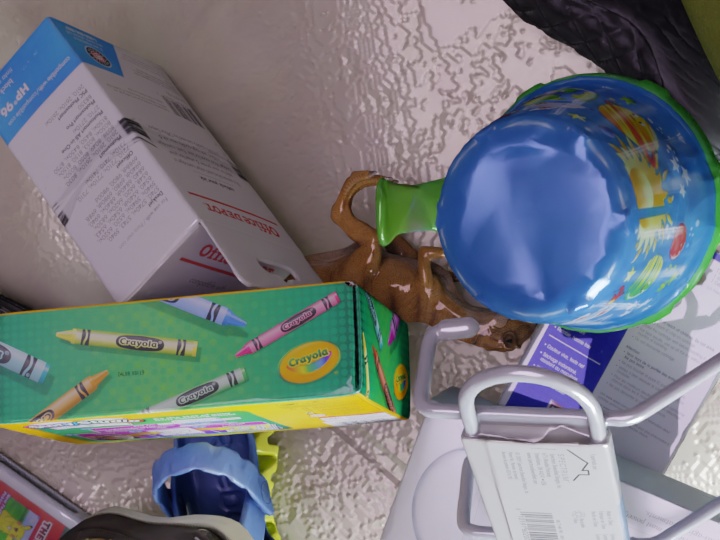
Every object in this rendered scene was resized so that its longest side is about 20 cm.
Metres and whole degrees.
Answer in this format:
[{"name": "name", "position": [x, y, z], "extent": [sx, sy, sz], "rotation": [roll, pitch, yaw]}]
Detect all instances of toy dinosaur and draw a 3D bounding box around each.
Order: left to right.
[{"name": "toy dinosaur", "position": [0.000, 0.000, 0.963], "extent": [0.199, 0.060, 0.107], "rotation": [9, 88, 25]}]

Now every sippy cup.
[{"name": "sippy cup", "position": [0.102, -0.030, 0.853], "extent": [0.178, 0.130, 0.140], "rotation": [-38, 82, 21]}]

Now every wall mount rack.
[{"name": "wall mount rack", "position": [0.121, 0.079, 0.812], "extent": [0.173, 0.200, 0.075], "rotation": [1, 53, 16]}]

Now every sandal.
[{"name": "sandal", "position": [-0.075, 0.166, 0.990], "extent": [0.079, 0.087, 0.201], "rotation": [-18, 90, 15]}]

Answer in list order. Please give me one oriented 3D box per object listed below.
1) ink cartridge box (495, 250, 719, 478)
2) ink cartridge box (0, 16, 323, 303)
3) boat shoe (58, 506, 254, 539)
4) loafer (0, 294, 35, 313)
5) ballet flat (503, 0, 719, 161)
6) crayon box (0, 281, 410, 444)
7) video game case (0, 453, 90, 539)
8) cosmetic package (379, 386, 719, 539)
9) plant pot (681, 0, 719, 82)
[{"name": "ink cartridge box", "position": [0.134, 0.067, 0.942], "extent": [0.099, 0.039, 0.201], "rotation": [31, 103, 13]}, {"name": "ink cartridge box", "position": [-0.109, -0.036, 0.945], "extent": [0.068, 0.116, 0.200], "rotation": [-45, 65, 14]}, {"name": "boat shoe", "position": [-0.133, 0.173, 0.954], "extent": [0.201, 0.060, 0.072], "rotation": [-16, 95, 50]}, {"name": "loafer", "position": [-0.251, 0.034, 1.042], "extent": [0.200, 0.070, 0.068], "rotation": [20, 99, 15]}, {"name": "ballet flat", "position": [0.155, -0.122, 0.926], "extent": [0.200, 0.057, 0.067], "rotation": [40, 76, 6]}, {"name": "crayon box", "position": [-0.083, 0.052, 0.904], "extent": [0.199, 0.119, 0.059], "rotation": [-5, 78, 13]}, {"name": "video game case", "position": [-0.255, 0.210, 1.081], "extent": [0.182, 0.023, 0.201], "rotation": [32, 101, 13]}, {"name": "cosmetic package", "position": [0.107, 0.170, 0.914], "extent": [0.199, 0.052, 0.151], "rotation": [22, 102, 14]}, {"name": "plant pot", "position": [0.247, -0.114, 0.834], "extent": [0.187, 0.187, 0.200], "rotation": [-46, 70, 15]}]
